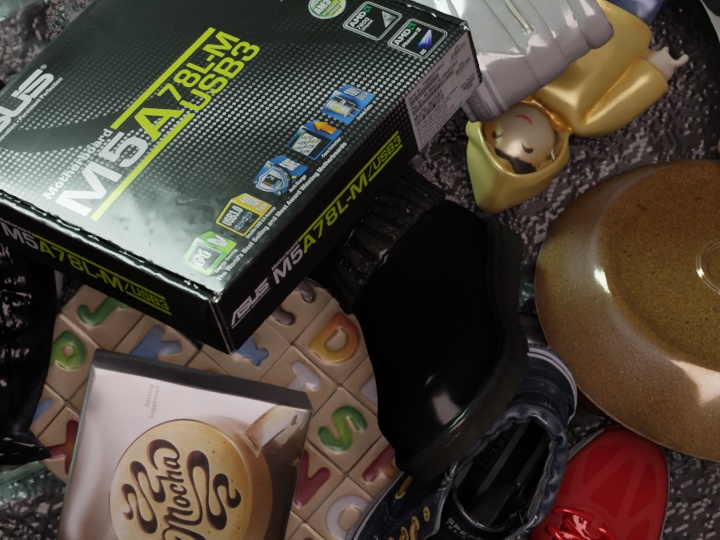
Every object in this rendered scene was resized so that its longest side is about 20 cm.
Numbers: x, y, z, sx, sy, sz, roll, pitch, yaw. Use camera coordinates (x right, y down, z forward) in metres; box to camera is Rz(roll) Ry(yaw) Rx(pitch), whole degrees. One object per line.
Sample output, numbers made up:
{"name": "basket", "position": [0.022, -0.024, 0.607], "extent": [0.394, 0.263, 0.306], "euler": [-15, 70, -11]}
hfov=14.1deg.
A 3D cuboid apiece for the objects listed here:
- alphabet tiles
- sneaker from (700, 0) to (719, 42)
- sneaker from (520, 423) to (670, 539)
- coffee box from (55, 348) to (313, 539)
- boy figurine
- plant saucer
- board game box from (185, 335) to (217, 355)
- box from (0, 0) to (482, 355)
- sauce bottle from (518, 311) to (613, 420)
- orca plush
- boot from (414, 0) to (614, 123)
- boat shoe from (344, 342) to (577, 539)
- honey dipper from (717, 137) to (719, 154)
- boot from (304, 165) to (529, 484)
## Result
{"name": "alphabet tiles", "position": [-0.068, 0.074, 1.494], "extent": [0.200, 0.008, 0.167], "euler": [41, 99, -7]}
{"name": "sneaker", "position": [0.218, -0.156, 1.537], "extent": [0.074, 0.081, 0.201], "euler": [-5, 111, 32]}
{"name": "sneaker", "position": [0.107, 0.165, 1.472], "extent": [0.078, 0.116, 0.201], "euler": [27, 80, 0]}
{"name": "coffee box", "position": [-0.099, 0.151, 1.453], "extent": [0.112, 0.080, 0.201], "euler": [12, 94, -4]}
{"name": "boy figurine", "position": [0.108, -0.123, 1.547], "extent": [0.124, 0.064, 0.200], "euler": [34, 76, -1]}
{"name": "plant saucer", "position": [0.190, 0.009, 1.498], "extent": [0.199, 0.036, 0.201], "euler": [5, 50, -6]}
{"name": "board game box", "position": [-0.077, -0.077, 1.530], "extent": [0.152, 0.045, 0.200], "euler": [38, 79, 1]}
{"name": "box", "position": [-0.074, -0.071, 1.400], "extent": [0.193, 0.048, 0.200], "euler": [26, 61, 32]}
{"name": "sauce bottle", "position": [0.157, 0.050, 1.524], "extent": [0.199, 0.065, 0.065], "euler": [8, 80, -2]}
{"name": "orca plush", "position": [-0.199, -0.001, 1.457], "extent": [0.105, 0.071, 0.201], "euler": [9, 92, 17]}
{"name": "boot", "position": [0.062, -0.172, 1.514], "extent": [0.095, 0.074, 0.201], "euler": [-28, 60, 5]}
{"name": "boat shoe", "position": [0.040, 0.131, 1.447], "extent": [0.071, 0.091, 0.201], "euler": [28, 109, -4]}
{"name": "honey dipper", "position": [0.245, 0.001, 1.467], "extent": [0.038, 0.038, 0.200], "euler": [-25, 59, -9]}
{"name": "boot", "position": [-0.002, 0.001, 1.425], "extent": [0.158, 0.211, 0.079], "euler": [37, 114, -17]}
